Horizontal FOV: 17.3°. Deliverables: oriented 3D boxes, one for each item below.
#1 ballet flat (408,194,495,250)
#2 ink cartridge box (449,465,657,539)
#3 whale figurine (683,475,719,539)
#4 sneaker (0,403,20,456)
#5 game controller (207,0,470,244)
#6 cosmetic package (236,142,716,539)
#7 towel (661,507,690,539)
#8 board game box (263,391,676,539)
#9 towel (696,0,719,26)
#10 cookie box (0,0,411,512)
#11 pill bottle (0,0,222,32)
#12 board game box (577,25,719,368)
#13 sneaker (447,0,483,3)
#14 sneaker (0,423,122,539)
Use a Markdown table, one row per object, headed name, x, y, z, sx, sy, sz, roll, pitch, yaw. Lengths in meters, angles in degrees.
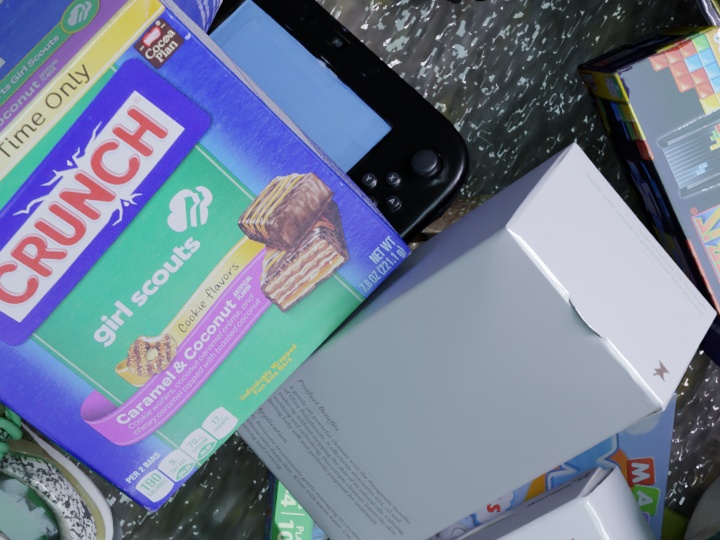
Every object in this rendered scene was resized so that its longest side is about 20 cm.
| name | x | y | z | sx | sy | sz | roll | pitch | yaw |
| --- | --- | --- | --- | --- | --- | --- | --- | --- | --- |
| ballet flat | 0.000 | 0.000 | 1.179 | 0.199 | 0.065 | 0.071 | -8 | 129 | -7 |
| ink cartridge box | 0.098 | 0.213 | 1.116 | 0.146 | 0.083 | 0.200 | -30 | 87 | 15 |
| whale figurine | 0.206 | 0.187 | 1.182 | 0.200 | 0.104 | 0.159 | -54 | 131 | -10 |
| sneaker | -0.180 | 0.068 | 1.073 | 0.088 | 0.077 | 0.200 | -12 | 83 | -22 |
| game controller | -0.040 | -0.076 | 1.143 | 0.104 | 0.042 | 0.200 | -40 | 62 | -12 |
| cosmetic package | 0.047 | 0.044 | 1.071 | 0.200 | 0.085 | 0.108 | -33 | 101 | 38 |
| towel | 0.078 | 0.129 | 1.227 | 0.200 | 0.018 | 0.086 | 27 | 93 | -9 |
| board game box | 0.052 | 0.125 | 1.196 | 0.199 | 0.037 | 0.152 | 4 | 96 | -9 |
| towel | 0.218 | -0.121 | 1.169 | 0.023 | 0.200 | 0.144 | -21 | 100 | 32 |
| cookie box | -0.103 | -0.018 | 1.013 | 0.171 | 0.075 | 0.200 | -45 | 131 | 2 |
| pill bottle | -0.117 | -0.155 | 1.108 | 0.120 | 0.120 | 0.200 | 27 | 57 | -8 |
| board game box | 0.167 | -0.033 | 1.140 | 0.057 | 0.200 | 0.166 | -23 | 94 | 3 |
| sneaker | 0.015 | -0.202 | 1.179 | 0.199 | 0.114 | 0.076 | 38 | 62 | 19 |
| sneaker | -0.196 | 0.084 | 1.146 | 0.200 | 0.089 | 0.077 | 40 | 86 | -7 |
